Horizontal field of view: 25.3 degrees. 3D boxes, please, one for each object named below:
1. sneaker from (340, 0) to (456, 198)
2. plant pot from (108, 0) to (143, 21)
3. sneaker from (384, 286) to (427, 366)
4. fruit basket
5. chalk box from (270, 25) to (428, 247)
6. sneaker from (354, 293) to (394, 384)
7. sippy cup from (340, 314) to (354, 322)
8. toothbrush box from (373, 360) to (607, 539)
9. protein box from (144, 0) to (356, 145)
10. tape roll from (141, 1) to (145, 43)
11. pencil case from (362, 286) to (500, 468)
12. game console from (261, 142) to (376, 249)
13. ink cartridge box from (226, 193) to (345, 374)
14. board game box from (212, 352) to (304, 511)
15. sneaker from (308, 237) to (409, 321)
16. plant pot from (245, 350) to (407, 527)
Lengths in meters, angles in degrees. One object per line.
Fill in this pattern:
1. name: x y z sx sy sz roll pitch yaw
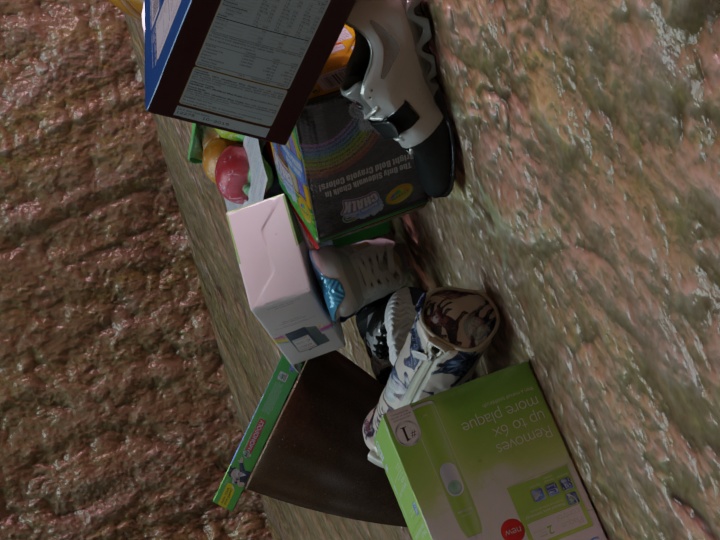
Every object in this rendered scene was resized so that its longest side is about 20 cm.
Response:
1. sneaker: 0.027 -0.150 1.411 0.074 0.088 0.202 -139 30 -65
2. plant pot: -0.196 -0.369 1.899 0.183 0.199 0.202 38 148 43
3. sneaker: 0.067 0.121 1.664 0.200 0.079 0.130 60 159 3
4. fruit basket: -0.129 -0.129 1.774 0.186 0.093 0.201 110 146 -54
5. chalk box: -0.016 -0.118 1.565 0.124 0.123 0.201 -125 20 -51
6. sneaker: 0.027 0.055 1.783 0.200 0.066 0.091 93 153 -67
7. sippy cup: -0.046 -0.012 1.900 0.131 0.139 0.178 52 -177 31
8. toothbrush box: 0.115 0.203 1.409 0.086 0.144 0.202 105 145 -69
9. protein box: -0.098 -0.261 1.402 0.200 0.134 0.201 -98 28 -42
10. tape roll: -0.130 -0.252 1.701 0.071 0.201 0.204 90 158 -58
11. pencil case: 0.061 0.104 1.504 0.078 0.089 0.201 43 137 20
12. game console: -0.065 -0.085 1.823 0.177 0.031 0.201 -40 62 34
13. ink cartridge box: -0.071 0.019 1.671 0.200 0.067 0.118 62 -170 -64
14. board game box: -0.110 0.170 1.889 0.201 0.029 0.135 -64 -1 15
15. sneaker: 0.000 0.000 1.651 0.200 0.080 0.077 -42 -66 -78
16. plant pot: -0.002 0.207 1.816 0.199 0.188 0.187 27 164 0
